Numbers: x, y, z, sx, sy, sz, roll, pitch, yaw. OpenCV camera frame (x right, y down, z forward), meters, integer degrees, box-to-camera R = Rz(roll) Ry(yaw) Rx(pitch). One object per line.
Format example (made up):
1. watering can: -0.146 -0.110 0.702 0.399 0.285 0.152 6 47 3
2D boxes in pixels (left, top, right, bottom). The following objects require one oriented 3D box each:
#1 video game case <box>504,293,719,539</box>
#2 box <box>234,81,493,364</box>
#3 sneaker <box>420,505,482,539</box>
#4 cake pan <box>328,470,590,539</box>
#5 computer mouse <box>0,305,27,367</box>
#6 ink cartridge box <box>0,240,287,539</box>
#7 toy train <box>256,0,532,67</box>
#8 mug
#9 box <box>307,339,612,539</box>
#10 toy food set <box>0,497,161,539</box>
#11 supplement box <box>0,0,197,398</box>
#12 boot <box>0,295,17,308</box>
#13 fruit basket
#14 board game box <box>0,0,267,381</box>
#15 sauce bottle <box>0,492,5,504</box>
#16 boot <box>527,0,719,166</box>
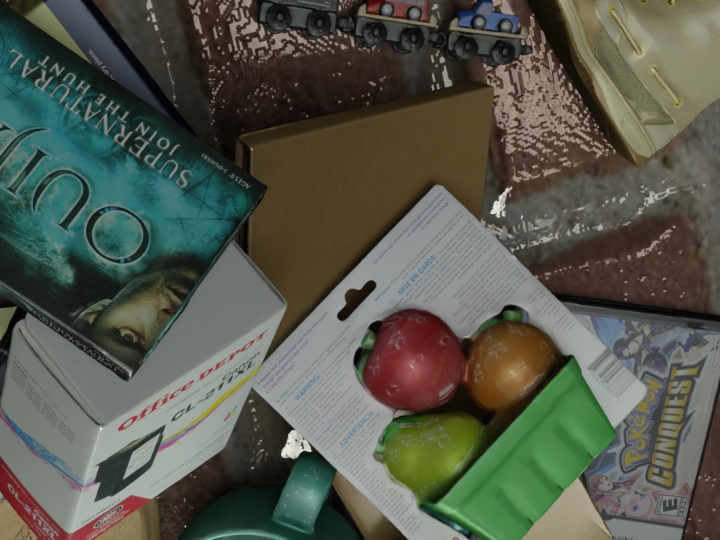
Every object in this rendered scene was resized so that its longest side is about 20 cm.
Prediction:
1. video game case: 0.183 0.122 1.270 0.180 0.026 0.200 8 104 -13
2. box: 0.002 -0.032 1.085 0.200 0.021 0.164 -17 124 -34
3. sneaker: 0.067 0.159 1.158 0.080 0.078 0.200 39 89 -1
4. cake pan: 0.075 0.181 1.236 0.200 0.037 0.201 0 102 2
5. computer mouse: -0.205 -0.036 0.941 0.059 0.034 0.200 9 82 -20
6. ink cartridge box: -0.142 0.074 1.007 0.146 0.200 0.083 -33 74 -31
7. toy train: 0.026 -0.178 1.154 0.200 0.034 0.046 7 91 -12
8. mug: -0.055 0.225 1.188 0.185 0.114 0.152 -34 98 17
9. box: 0.067 0.147 1.198 0.163 0.021 0.200 -29 99 7
10. toy food set: -0.241 0.193 1.193 0.198 0.049 0.200 17 101 -15
11. supplement box: -0.213 -0.058 1.083 0.200 0.134 0.200 -37 108 0
12. boot: -0.250 -0.052 0.972 0.200 0.066 0.165 -6 103 -10
13. fruit basket: 0.059 0.077 1.076 0.200 0.094 0.185 43 81 2
14. board game box: -0.171 -0.049 0.908 0.200 0.028 0.135 34 70 0
15. sauce bottle: -0.193 0.080 1.136 0.200 0.065 0.065 -38 110 -23
16. boot: 0.210 -0.194 1.163 0.155 0.073 0.200 -33 110 -1
